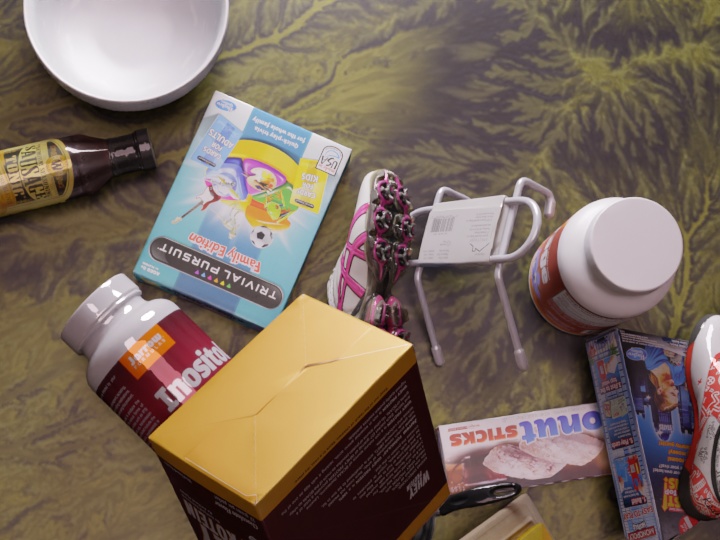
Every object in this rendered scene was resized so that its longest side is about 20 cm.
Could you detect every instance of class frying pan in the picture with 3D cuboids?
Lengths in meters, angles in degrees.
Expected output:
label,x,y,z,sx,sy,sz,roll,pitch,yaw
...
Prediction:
label,x,y,z,sx,sy,sz,roll,pitch,yaw
frying pan,0.046,0.219,1.219,0.189,0.031,0.115,-32,68,-9

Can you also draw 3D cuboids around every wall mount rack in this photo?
label,x,y,z,sx,sy,sz,roll,pitch,yaw
wall mount rack,0.113,0.001,1.222,0.074,0.199,0.175,24,74,-35

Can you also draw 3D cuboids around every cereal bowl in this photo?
label,x,y,z,sx,sy,sz,roll,pitch,yaw
cereal bowl,-0.230,-0.249,1.265,0.198,0.083,0.202,1,79,-4

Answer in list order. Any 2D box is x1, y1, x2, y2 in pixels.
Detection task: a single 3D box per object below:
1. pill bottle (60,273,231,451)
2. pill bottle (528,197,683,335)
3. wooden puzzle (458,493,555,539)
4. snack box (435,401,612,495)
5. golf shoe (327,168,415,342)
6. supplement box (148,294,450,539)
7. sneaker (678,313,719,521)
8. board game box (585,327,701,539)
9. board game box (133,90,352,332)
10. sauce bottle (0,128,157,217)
label,x,y,z,sx,sy,sz,roll,pitch,yaw
pill bottle,-0.182,0.102,1.190,0.200,0.113,0.113,43,79,3
pill bottle,0.232,-0.006,1.199,0.111,0.200,0.113,1,79,-5
wooden puzzle,0.159,0.312,1.151,0.037,0.200,0.186,-37,80,34
snack box,0.177,0.176,1.251,0.198,0.024,0.072,-8,79,-6
golf shoe,0.000,0.000,1.236,0.092,0.072,0.202,-1,81,38
supplement box,-0.045,0.173,1.103,0.132,0.201,0.197,23,53,37
sneaker,0.351,0.126,1.161,0.067,0.108,0.203,19,67,-17
board game box,0.317,0.173,1.228,0.199,0.062,0.201,11,70,-20
board game box,-0.115,-0.056,1.258,0.150,0.047,0.201,23,79,0
sauce bottle,-0.301,-0.098,1.241,0.199,0.066,0.066,-17,81,-7
